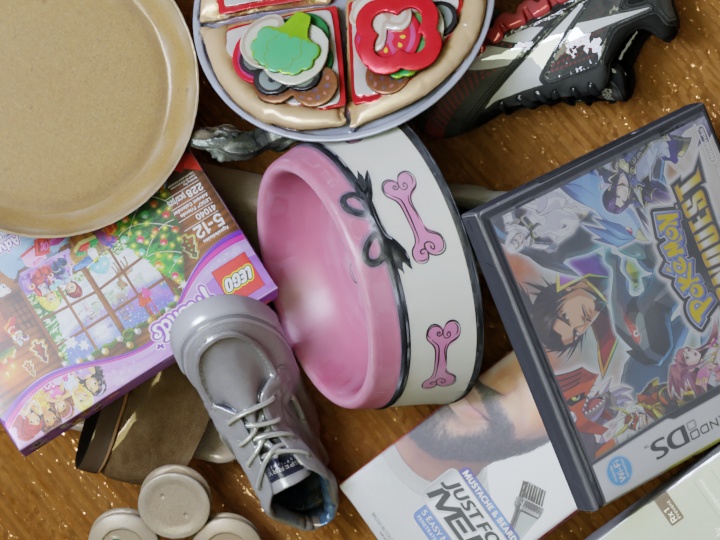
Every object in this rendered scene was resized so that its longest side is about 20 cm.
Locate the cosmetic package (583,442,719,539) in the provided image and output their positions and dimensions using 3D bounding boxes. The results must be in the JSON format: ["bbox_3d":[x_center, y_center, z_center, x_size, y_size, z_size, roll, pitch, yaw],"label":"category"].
[{"bbox_3d":[0.196,0.201,1.527,0.200,0.090,0.107,-40,84,14],"label":"cosmetic package"}]

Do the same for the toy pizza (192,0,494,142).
[{"bbox_3d":[-0.013,-0.176,1.503,0.198,0.032,0.202,-5,66,11],"label":"toy pizza"}]

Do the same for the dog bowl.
[{"bbox_3d":[0.000,0.000,1.523,0.073,0.200,0.202,-17,87,-22],"label":"dog bowl"}]

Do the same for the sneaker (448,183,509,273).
[{"bbox_3d":[0.118,-0.019,1.539,0.198,0.087,0.075,2,92,17],"label":"sneaker"}]

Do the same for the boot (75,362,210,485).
[{"bbox_3d":[-0.128,0.050,1.615,0.075,0.074,0.201,19,90,-13],"label":"boot"}]

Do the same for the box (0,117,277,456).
[{"bbox_3d":[-0.172,0.010,1.549,0.199,0.039,0.137,-32,82,-8],"label":"box"}]

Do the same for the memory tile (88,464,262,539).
[{"bbox_3d":[-0.112,0.239,1.628,0.153,0.017,0.200,-38,105,16],"label":"memory tile"}]

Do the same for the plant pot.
[{"bbox_3d":[-0.204,-0.120,1.526,0.198,0.027,0.202,1,86,-11],"label":"plant pot"}]

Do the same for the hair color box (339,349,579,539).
[{"bbox_3d":[0.098,0.126,1.568,0.200,0.064,0.111,-39,80,16],"label":"hair color box"}]

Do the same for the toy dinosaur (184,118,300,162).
[{"bbox_3d":[-0.023,-0.117,1.577,0.199,0.088,0.048,-27,106,-7],"label":"toy dinosaur"}]

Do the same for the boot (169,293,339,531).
[{"bbox_3d":[-0.059,0.097,1.542,0.073,0.200,0.096,-28,57,4],"label":"boot"}]

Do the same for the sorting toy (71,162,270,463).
[{"bbox_3d":[-0.148,0.020,1.664,0.184,0.036,0.202,11,92,18],"label":"sorting toy"}]

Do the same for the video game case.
[{"bbox_3d":[0.176,0.022,1.478,0.180,0.025,0.201,-26,98,-22],"label":"video game case"}]

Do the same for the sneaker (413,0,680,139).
[{"bbox_3d":[0.123,-0.135,1.538,0.200,0.071,0.098,-35,80,16],"label":"sneaker"}]
